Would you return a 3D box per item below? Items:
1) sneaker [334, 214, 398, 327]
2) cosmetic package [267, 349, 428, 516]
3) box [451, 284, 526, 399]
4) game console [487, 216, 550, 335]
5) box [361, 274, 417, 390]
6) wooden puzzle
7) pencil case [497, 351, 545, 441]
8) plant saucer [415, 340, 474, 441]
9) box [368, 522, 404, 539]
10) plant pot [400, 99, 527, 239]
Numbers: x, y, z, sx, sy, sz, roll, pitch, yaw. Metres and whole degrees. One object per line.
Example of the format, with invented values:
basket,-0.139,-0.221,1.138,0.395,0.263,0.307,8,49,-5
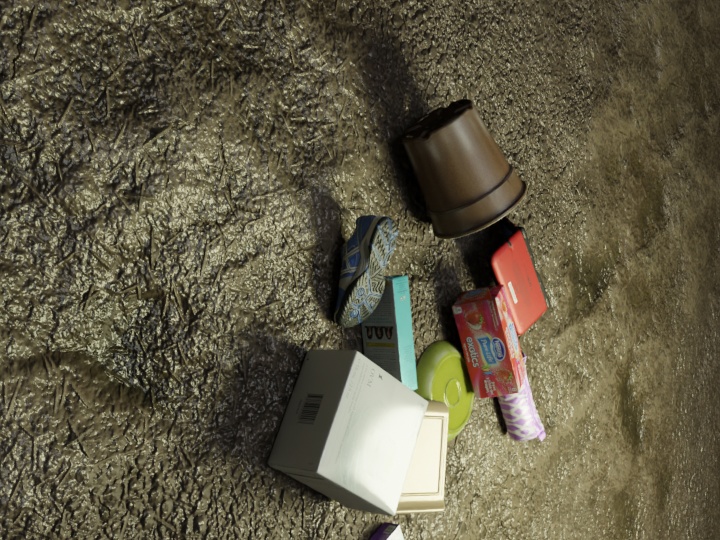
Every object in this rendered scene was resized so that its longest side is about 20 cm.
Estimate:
sneaker,0.000,0.000,1.556,0.075,0.077,0.203,22,90,-44
cosmetic package,-0.014,0.262,1.475,0.200,0.122,0.202,38,61,-38
box,0.259,0.141,1.818,0.100,0.094,0.203,-40,116,-66
game console,0.314,0.006,1.927,0.172,0.118,0.202,-40,118,-30
box,0.048,0.112,1.599,0.049,0.081,0.203,-10,97,-50
wooden puzzle,0.084,0.336,1.658,0.183,0.037,0.203,9,77,-38
pencil case,0.337,0.265,1.943,0.084,0.085,0.203,-38,118,-45
plant saucer,0.171,0.240,1.785,0.199,0.031,0.204,2,87,-50
box,0.020,0.557,1.583,0.199,0.039,0.139,-37,116,-45
plant pot,0.184,-0.198,1.703,0.200,0.199,0.200,-46,116,-40
